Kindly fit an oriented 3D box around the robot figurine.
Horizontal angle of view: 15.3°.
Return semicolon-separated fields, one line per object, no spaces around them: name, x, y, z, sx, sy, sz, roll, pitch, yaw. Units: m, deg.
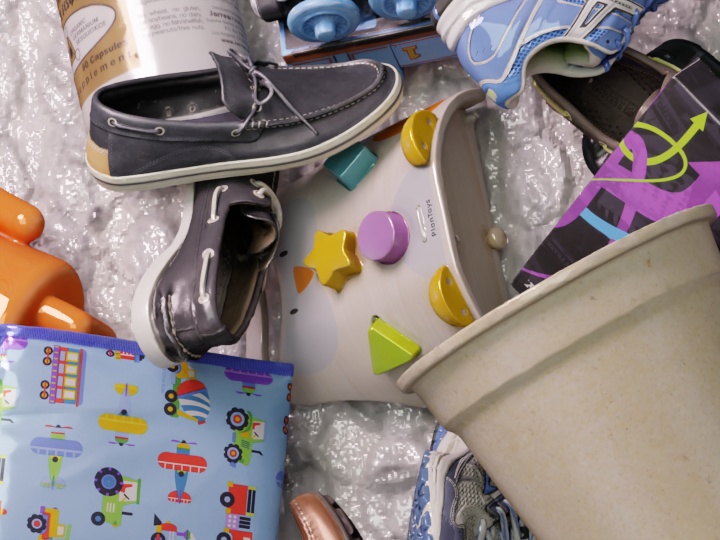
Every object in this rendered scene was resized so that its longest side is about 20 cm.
robot figurine;-0.255;0.026;1.703;0.199;0.117;0.144;20;122;18

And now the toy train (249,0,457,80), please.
toy train;0.034;-0.176;1.677;0.199;0.114;0.087;-11;62;11

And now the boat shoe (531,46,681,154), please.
boat shoe;0.178;-0.088;1.594;0.200;0.059;0.072;37;99;38

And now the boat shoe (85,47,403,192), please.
boat shoe;-0.071;-0.100;1.624;0.199;0.062;0.075;-12;35;-6

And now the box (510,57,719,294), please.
box;0.188;-0.006;1.561;0.143;0.036;0.200;46;135;11

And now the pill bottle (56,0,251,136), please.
pill bottle;-0.141;-0.186;1.725;0.114;0.114;0.201;-17;73;10

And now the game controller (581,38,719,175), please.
game controller;0.218;-0.056;1.620;0.104;0.042;0.200;-52;52;12

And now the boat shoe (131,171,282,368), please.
boat shoe;-0.078;-0.021;1.626;0.060;0.074;0.200;-12;32;29

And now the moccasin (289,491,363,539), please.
moccasin;-0.014;0.227;1.529;0.077;0.074;0.202;-14;82;4

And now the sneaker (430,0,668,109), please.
sneaker;0.144;-0.158;1.588;0.199;0.076;0.077;-24;74;-9

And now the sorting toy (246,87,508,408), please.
sorting toy;0.000;0.000;1.666;0.180;0.107;0.201;-21;71;29

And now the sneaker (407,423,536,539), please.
sneaker;0.074;0.138;1.548;0.085;0.200;0.077;11;111;6

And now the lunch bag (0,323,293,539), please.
lunch bag;-0.151;0.118;1.606;0.094;0.199;0.151;-16;66;57

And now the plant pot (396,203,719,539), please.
plant pot;0.151;0.092;1.464;0.200;0.200;0.184;-30;82;6
